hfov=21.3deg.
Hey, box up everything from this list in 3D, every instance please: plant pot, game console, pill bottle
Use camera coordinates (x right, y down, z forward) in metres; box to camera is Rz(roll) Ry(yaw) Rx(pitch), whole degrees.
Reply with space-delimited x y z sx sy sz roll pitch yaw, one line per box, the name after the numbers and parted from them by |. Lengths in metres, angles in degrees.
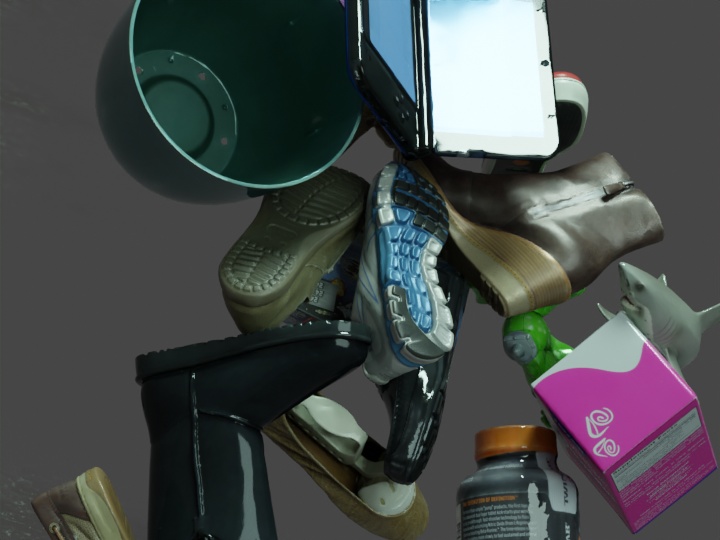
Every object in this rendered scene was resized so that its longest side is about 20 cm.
-0.121 -0.143 1.527 0.200 0.161 0.202 7 75 -28 | plant pot
0.072 -0.197 1.542 0.171 0.118 0.201 50 30 -48 | game console
0.133 0.233 1.607 0.106 0.106 0.201 9 71 -29 | pill bottle

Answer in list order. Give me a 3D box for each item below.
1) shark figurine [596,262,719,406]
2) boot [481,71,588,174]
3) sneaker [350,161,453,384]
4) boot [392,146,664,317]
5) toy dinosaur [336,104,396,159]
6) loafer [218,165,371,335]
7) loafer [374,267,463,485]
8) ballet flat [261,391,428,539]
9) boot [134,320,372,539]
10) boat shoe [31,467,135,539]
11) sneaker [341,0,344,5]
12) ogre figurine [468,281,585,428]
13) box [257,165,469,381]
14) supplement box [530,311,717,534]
0.274 0.045 1.632 0.089 0.214 0.128 -37 80 1 | shark figurine
0.148 -0.167 1.686 0.072 0.200 0.145 5 72 -10 | boot
0.021 0.002 1.537 0.075 0.087 0.201 24 47 -26 | sneaker
0.139 -0.060 1.627 0.166 0.072 0.200 -28 62 -19 | boot
0.007 -0.140 1.681 0.101 0.058 0.201 24 53 -10 | toy dinosaur
-0.056 -0.018 1.543 0.076 0.068 0.200 28 42 16 | loafer
0.037 0.083 1.563 0.070 0.068 0.201 9 55 5 | loafer
-0.007 0.150 1.565 0.200 0.072 0.068 44 58 -13 | ballet flat
-0.077 0.135 1.479 0.199 0.076 0.169 -11 77 11 | boot
-0.189 0.251 1.435 0.072 0.072 0.201 -22 99 -4 | boat shoe
0.008 -0.208 1.642 0.199 0.073 0.115 -1 54 -10 | sneaker
0.155 0.026 1.682 0.120 0.098 0.201 38 66 -58 | ogre figurine
0.000 0.000 1.635 0.199 0.040 0.138 27 62 -22 | box
0.226 0.132 1.618 0.103 0.200 0.101 -38 63 -3 | supplement box
